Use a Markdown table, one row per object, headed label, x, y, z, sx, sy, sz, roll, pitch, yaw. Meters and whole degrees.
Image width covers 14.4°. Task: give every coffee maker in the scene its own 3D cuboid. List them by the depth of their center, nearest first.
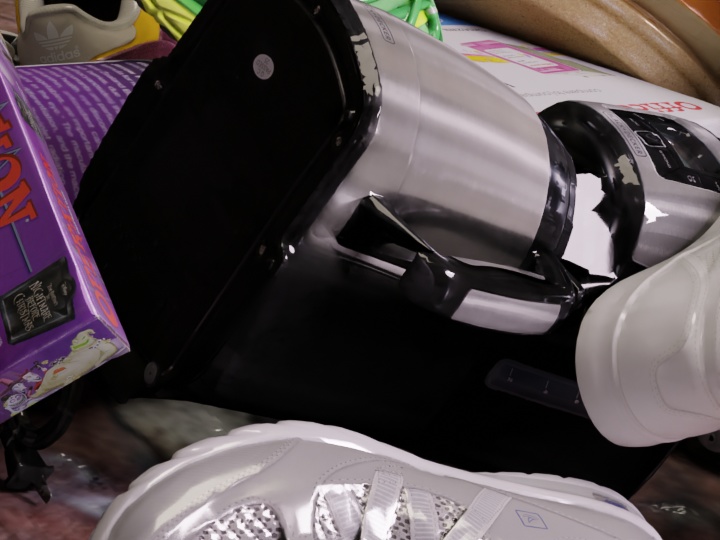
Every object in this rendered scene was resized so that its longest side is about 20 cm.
| label | x | y | z | sx | sy | sz | roll | pitch | yaw |
| --- | --- | --- | --- | --- | --- | --- | --- | --- | --- |
| coffee maker | 0.009 | 0.004 | 0.958 | 0.200 | 0.192 | 0.135 | 20 | 48 | -38 |

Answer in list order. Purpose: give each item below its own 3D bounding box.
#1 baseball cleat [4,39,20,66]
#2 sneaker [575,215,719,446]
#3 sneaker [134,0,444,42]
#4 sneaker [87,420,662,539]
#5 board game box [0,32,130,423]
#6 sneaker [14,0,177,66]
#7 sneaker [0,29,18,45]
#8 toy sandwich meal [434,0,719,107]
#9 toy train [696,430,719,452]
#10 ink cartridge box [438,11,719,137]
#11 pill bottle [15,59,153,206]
| label | x | y | z | sx | sy | sz | roll | pitch | yaw |
| --- | --- | --- | --- | --- | --- | --- | --- | --- | --- |
| baseball cleat | -0.210 | -0.062 | 1.101 | 0.070 | 0.107 | 0.200 | 17 | 17 | 36 |
| sneaker | 0.169 | -0.004 | 0.905 | 0.115 | 0.074 | 0.200 | -10 | 20 | 44 |
| sneaker | -0.001 | -0.086 | 1.037 | 0.200 | 0.084 | 0.074 | 38 | 23 | -10 |
| sneaker | 0.016 | 0.091 | 0.820 | 0.200 | 0.075 | 0.082 | 1 | 19 | -27 |
| board game box | -0.159 | -0.027 | 0.908 | 0.120 | 0.032 | 0.200 | -28 | 56 | 3 |
| sneaker | -0.098 | -0.118 | 1.174 | 0.075 | 0.090 | 0.200 | -12 | 32 | 8 |
| sneaker | -0.209 | -0.073 | 1.196 | 0.200 | 0.074 | 0.079 | 0 | 16 | -28 |
| toy sandwich meal | 0.112 | -0.113 | 1.334 | 0.205 | 0.070 | 0.205 | 32 | -16 | 10 |
| toy train | 0.185 | 0.043 | 1.119 | 0.200 | 0.042 | 0.056 | -8 | 36 | -43 |
| ink cartridge box | 0.046 | -0.053 | 1.242 | 0.200 | 0.085 | 0.144 | 24 | 21 | 36 |
| pill bottle | -0.105 | -0.020 | 1.028 | 0.200 | 0.112 | 0.111 | -8 | 25 | -43 |
